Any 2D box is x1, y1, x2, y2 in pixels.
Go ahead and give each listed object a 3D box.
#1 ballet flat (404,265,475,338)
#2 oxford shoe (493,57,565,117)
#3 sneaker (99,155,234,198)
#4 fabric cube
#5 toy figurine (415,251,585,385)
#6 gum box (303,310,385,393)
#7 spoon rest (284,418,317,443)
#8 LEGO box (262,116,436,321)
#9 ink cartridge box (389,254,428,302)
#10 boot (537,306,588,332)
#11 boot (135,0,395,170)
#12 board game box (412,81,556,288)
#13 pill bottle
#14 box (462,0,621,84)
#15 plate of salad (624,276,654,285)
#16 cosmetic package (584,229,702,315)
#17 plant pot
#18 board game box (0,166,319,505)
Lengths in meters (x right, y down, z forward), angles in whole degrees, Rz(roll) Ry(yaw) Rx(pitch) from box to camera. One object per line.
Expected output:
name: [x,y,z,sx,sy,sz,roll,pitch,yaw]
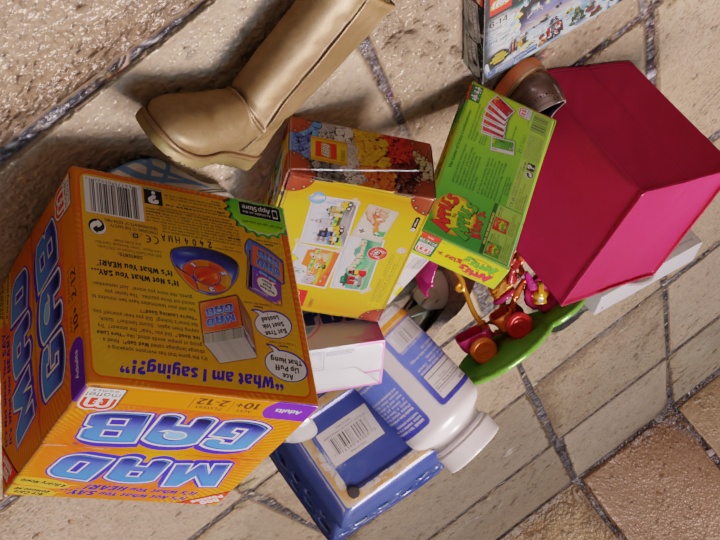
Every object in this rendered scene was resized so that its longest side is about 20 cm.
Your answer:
ballet flat: [0.093,0.048,1.617,0.067,0.068,0.201,-8,141,-35]
oxford shoe: [0.164,-0.145,1.366,0.071,0.073,0.200,-16,148,-40]
sneaker: [-0.172,-0.052,1.085,0.072,0.073,0.200,-45,153,21]
fabric cube: [0.288,-0.110,1.441,0.199,0.200,0.197,-14,145,-40]
toy figurine: [0.156,0.014,1.505,0.199,0.185,0.150,-34,-169,5]
gum box: [-0.084,0.075,1.289,0.199,0.114,0.066,-7,130,-14]
spoon rest: [-0.124,0.143,1.423,0.200,0.099,0.061,45,63,-36]
LEGO box: [-0.025,-0.046,1.206,0.148,0.078,0.200,10,138,-13]
ink cartridge box: [0.000,0.000,1.405,0.200,0.067,0.116,-47,153,21]
boot: [0.361,0.014,1.916,0.200,0.068,0.131,-37,149,-5]
boot: [-0.080,-0.178,1.007,0.200,0.066,0.175,-46,166,19]
board game box: [0.129,-0.091,1.251,0.048,0.101,0.201,120,-8,-60]
pill bottle: [0.072,0.148,1.463,0.112,0.200,0.112,-43,178,-2]
box: [0.194,-0.287,1.202,0.199,0.040,0.137,-32,154,-11]
plate of salad: [0.297,-0.034,1.579,0.199,0.200,0.048,-9,133,-46]
cosmetic package: [0.369,-0.041,1.723,0.199,0.151,0.052,-26,153,-24]
plant pot: [-0.009,0.227,1.582,0.199,0.200,0.180,-33,171,-12]
board game box: [-0.182,0.065,1.020,0.199,0.201,0.200,10,142,-32]
